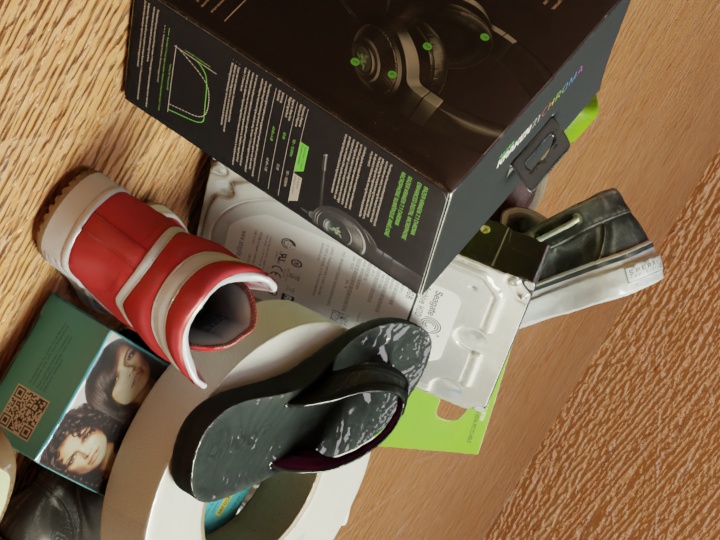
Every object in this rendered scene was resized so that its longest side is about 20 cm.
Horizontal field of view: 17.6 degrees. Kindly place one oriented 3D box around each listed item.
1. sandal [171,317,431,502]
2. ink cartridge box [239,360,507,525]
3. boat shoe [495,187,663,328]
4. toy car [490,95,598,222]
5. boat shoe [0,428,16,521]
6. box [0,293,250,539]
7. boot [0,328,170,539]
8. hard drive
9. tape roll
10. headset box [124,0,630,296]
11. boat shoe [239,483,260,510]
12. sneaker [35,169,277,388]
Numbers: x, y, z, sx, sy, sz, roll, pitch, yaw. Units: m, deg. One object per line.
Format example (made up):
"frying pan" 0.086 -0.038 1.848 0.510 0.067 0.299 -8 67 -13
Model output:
"sandal" -0.020 0.085 1.285 0.200 0.048 0.076 -24 130 -45
"ink cartridge box" -0.002 0.107 1.600 0.148 0.199 0.076 102 -11 -49
"boat shoe" 0.105 -0.005 1.403 0.072 0.071 0.200 -16 178 -39
"toy car" 0.013 -0.095 1.409 0.200 0.158 0.164 7 132 -49
"boat shoe" -0.241 0.159 1.190 0.076 0.072 0.201 -17 134 -49
"box" -0.125 0.088 1.299 0.082 0.049 0.200 -60 148 -5
"boot" -0.146 0.115 1.406 0.174 0.069 0.200 -57 166 2
"hard drive" 0.000 0.000 1.362 0.140 0.199 0.038 108 5 -53
"tape roll" -0.066 0.115 1.321 0.203 0.037 0.203 -35 139 -38
"headset box" 0.015 -0.111 1.145 0.174 0.200 0.093 -49 166 -32
"boat shoe" -0.056 0.052 1.457 0.086 0.074 0.203 63 31 -60
"sneaker" -0.095 0.013 1.236 0.071 0.112 0.200 -55 168 -1
